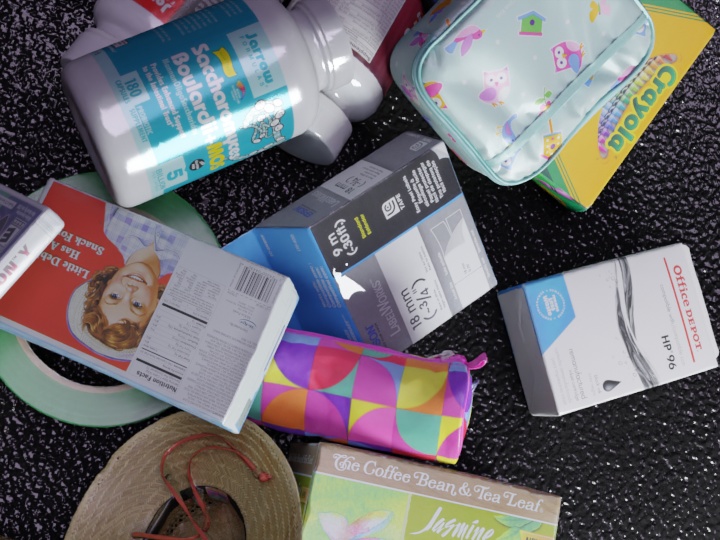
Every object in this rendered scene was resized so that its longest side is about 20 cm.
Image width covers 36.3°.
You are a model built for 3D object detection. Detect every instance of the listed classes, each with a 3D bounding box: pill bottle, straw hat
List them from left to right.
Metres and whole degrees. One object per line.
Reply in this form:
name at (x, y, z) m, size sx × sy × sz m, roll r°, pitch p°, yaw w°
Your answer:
pill bottle at (-0.144, -0.212, 0.896) m, size 0.114 × 0.114 × 0.201 m, roll 38°, pitch 75°, yaw -5°
straw hat at (-0.119, 0.215, 0.828) m, size 0.199 × 0.085 × 0.203 m, roll -6°, pitch 61°, yaw 11°
pill bottle at (-0.106, -0.133, 0.800) m, size 0.199 × 0.111 × 0.112 m, roll -26°, pitch 88°, yaw -14°
pill bottle at (-0.013, -0.197, 0.928) m, size 0.109 × 0.110 × 0.201 m, roll 30°, pitch 77°, yaw -7°

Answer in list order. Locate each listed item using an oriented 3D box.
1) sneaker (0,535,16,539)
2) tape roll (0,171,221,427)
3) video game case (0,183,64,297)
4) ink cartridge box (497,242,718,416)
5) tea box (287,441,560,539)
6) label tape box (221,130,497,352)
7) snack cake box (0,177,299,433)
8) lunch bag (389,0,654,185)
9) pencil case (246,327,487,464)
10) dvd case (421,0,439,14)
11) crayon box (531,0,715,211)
sneaker at (-0.277, 0.256, 0.821) m, size 0.198 × 0.070 × 0.110 m, roll 20°, pitch 76°, yaw -13°
tape roll at (-0.205, 0.024, 0.882) m, size 0.198 × 0.048 × 0.203 m, roll 2°, pitch 82°, yaw -13°
video game case at (-0.317, 0.008, 0.792) m, size 0.183 × 0.199 × 0.023 m, roll -52°, pitch 128°, yaw -14°
ink cartridge box at (0.235, 0.047, 0.973) m, size 0.198 × 0.068 × 0.117 m, roll -15°, pitch 86°, yaw -15°
tea box at (0.028, 0.249, 0.861) m, size 0.198 × 0.134 × 0.199 m, roll 13°, pitch 78°, yaw -11°
label tape box at (0.000, 0.000, 0.897) m, size 0.199 × 0.063 × 0.145 m, roll -34°, pitch 119°, yaw -16°
snack cake box at (-0.159, 0.026, 0.807) m, size 0.198 × 0.067 × 0.116 m, roll 23°, pitch 79°, yaw 8°
lunch bag at (0.139, -0.179, 0.893) m, size 0.200 × 0.077 × 0.160 m, roll -44°, pitch 113°, yaw 0°
pencil case at (-0.005, 0.091, 0.854) m, size 0.198 × 0.088 × 0.089 m, roll 8°, pitch 80°, yaw 7°
dvd case at (0.141, -0.248, 0.970) m, size 0.200 × 0.143 × 0.018 m, roll -42°, pitch 49°, yaw -15°
crayon box at (0.207, -0.168, 0.982) m, size 0.118 × 0.058 × 0.201 m, roll 36°, pitch 88°, yaw -6°
